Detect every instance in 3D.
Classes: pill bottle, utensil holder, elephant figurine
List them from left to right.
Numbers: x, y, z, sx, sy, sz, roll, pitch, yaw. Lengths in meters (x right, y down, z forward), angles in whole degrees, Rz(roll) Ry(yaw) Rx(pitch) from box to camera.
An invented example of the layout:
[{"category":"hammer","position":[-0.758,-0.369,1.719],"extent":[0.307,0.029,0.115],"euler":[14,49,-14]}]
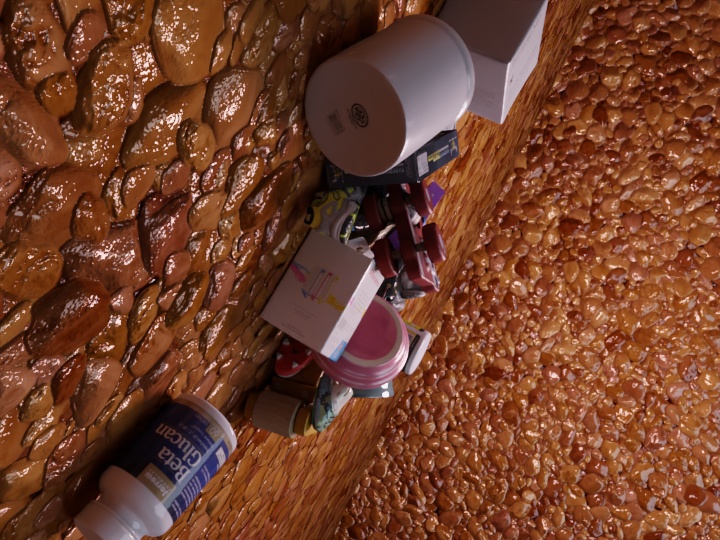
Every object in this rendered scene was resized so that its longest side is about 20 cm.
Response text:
[{"category":"pill bottle","position":[-0.263,0.268,0.781],"extent":[0.200,0.110,0.112],"euler":[-49,160,-40]},{"category":"pill bottle","position":[0.060,0.157,1.462],"extent":[0.115,0.199,0.115],"euler":[-53,161,-27]},{"category":"utensil holder","position":[0.043,-0.241,0.826],"extent":[0.200,0.169,0.171],"euler":[-45,156,-44]},{"category":"elephant figurine","position":[0.093,0.035,1.467],"extent":[0.142,0.154,0.201],"euler":[81,29,-49]}]

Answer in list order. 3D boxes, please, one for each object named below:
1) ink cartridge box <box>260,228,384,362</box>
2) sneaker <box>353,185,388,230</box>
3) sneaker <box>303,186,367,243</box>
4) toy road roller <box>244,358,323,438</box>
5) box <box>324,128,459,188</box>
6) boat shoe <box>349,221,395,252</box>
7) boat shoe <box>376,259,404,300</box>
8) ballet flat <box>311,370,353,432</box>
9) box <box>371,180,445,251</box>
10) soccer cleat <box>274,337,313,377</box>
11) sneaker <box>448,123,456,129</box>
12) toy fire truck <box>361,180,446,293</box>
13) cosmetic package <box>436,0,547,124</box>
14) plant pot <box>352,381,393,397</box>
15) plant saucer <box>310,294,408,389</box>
[{"category":"ink cartridge box","position":[-0.055,0.034,1.034],"extent":[0.201,0.124,0.129],"euler":[-60,164,-9]},{"category":"sneaker","position":[0.027,-0.137,1.137],"extent":[0.199,0.082,0.073],"euler":[-26,169,-38]},{"category":"sneaker","position":[-0.037,-0.111,0.971],"extent":[0.200,0.076,0.076],"euler":[-73,-178,-68]},{"category":"toy road roller","position":[-0.124,0.230,1.163],"extent":[0.200,0.122,0.148],"euler":[20,83,-75]},{"category":"box","position":[0.057,-0.184,0.980],"extent":[0.200,0.156,0.052],"euler":[-39,124,-56]},{"category":"boat shoe","position":[0.021,-0.087,1.210],"extent":[0.072,0.072,0.200],"euler":[-44,-176,44]},{"category":"boat shoe","position":[0.045,0.039,1.257],"extent":[0.202,0.063,0.074],"euler":[-54,-177,-17]},{"category":"ballet flat","position":[-0.042,0.204,1.124],"extent":[0.075,0.073,0.202],"euler":[91,6,-58]},{"category":"box","position":[0.094,-0.098,1.310],"extent":[0.137,0.039,0.200],"euler":[-54,-173,-30]},{"category":"soccer cleat","position":[-0.098,0.135,1.174],"extent":[0.201,0.068,0.086],"euler":[-58,160,-33]},{"category":"sneaker","position":[0.141,-0.293,1.217],"extent":[0.200,0.075,0.115],"euler":[-52,164,-24]},{"category":"toy fire truck","position":[0.089,-0.066,1.059],"extent":[0.168,0.111,0.202],"euler":[30,45,-69]},{"category":"cosmetic package","position":[0.240,-0.425,1.152],"extent":[0.168,0.165,0.200],"euler":[-59,163,-11]},{"category":"plant pot","position":[-0.021,0.211,1.361],"extent":[0.200,0.198,0.136],"euler":[26,66,-74]},{"category":"plant saucer","position":[0.002,0.119,1.130],"extent":[0.201,0.200,0.051],"euler":[-51,174,-36]}]
